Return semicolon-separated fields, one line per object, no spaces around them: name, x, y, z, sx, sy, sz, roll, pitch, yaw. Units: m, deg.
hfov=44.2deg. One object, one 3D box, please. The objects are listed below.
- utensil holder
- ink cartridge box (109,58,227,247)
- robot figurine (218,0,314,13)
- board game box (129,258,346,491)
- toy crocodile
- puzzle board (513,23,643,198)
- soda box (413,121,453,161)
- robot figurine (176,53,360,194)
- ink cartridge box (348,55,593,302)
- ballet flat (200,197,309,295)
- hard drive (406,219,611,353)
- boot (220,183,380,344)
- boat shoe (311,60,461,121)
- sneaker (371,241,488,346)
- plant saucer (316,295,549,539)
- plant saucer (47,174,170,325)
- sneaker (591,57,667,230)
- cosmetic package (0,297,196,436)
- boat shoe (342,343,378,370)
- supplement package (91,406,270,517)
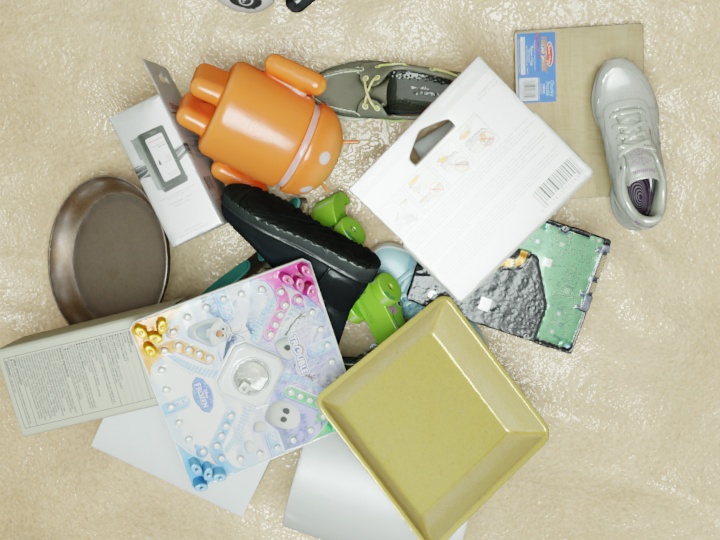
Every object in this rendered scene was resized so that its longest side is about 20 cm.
utensil holder;0.024;0.253;1.049;0.199;0.170;0.170;16;98;1
ink cartridge box;-0.221;-0.135;1.028;0.068;0.116;0.200;-24;96;4
robot figurine;-0.098;-0.380;0.983;0.200;0.125;0.150;-42;77;7
board game box;-0.116;0.113;0.940;0.200;0.026;0.200;-21;105;-11
toy crocodile;0.000;0.000;1.046;0.067;0.062;0.200;-38;77;35
puzzle board;0.260;-0.187;1.054;0.150;0.017;0.201;-3;98;3
soda box;0.137;-0.079;1.049;0.068;0.063;0.200;-29;96;6
robot figurine;-0.105;-0.161;1.006;0.200;0.117;0.144;25;79;-16
ink cartridge box;0.117;-0.096;0.955;0.176;0.045;0.200;45;96;-5
ballet flat;-0.113;0.000;1.077;0.075;0.068;0.200;38;104;-25
hard drive;0.167;-0.002;1.008;0.199;0.038;0.140;18;98;0
boot;-0.095;0.016;1.003;0.200;0.076;0.168;29;115;-2
boat shoe;0.032;-0.210;1.036;0.201;0.060;0.072;2;99;2
sneaker;0.085;0.045;1.059;0.200;0.082;0.074;44;96;-1
plant saucer;0.076;0.162;0.961;0.200;0.048;0.200;-37;88;-25
plant saucer;-0.295;-0.012;1.055;0.200;0.032;0.201;0;90;30
sneaker;0.314;-0.143;1.000;0.075;0.100;0.201;-12;96;7
cosmetic package;-0.281;0.105;0.976;0.199;0.073;0.104;-13;98;4
boat shoe;0.021;0.123;1.086;0.199;0.073;0.062;15;83;-2
supplement package;-0.191;0.172;1.074;0.200;0.111;0.156;26;98;-1
